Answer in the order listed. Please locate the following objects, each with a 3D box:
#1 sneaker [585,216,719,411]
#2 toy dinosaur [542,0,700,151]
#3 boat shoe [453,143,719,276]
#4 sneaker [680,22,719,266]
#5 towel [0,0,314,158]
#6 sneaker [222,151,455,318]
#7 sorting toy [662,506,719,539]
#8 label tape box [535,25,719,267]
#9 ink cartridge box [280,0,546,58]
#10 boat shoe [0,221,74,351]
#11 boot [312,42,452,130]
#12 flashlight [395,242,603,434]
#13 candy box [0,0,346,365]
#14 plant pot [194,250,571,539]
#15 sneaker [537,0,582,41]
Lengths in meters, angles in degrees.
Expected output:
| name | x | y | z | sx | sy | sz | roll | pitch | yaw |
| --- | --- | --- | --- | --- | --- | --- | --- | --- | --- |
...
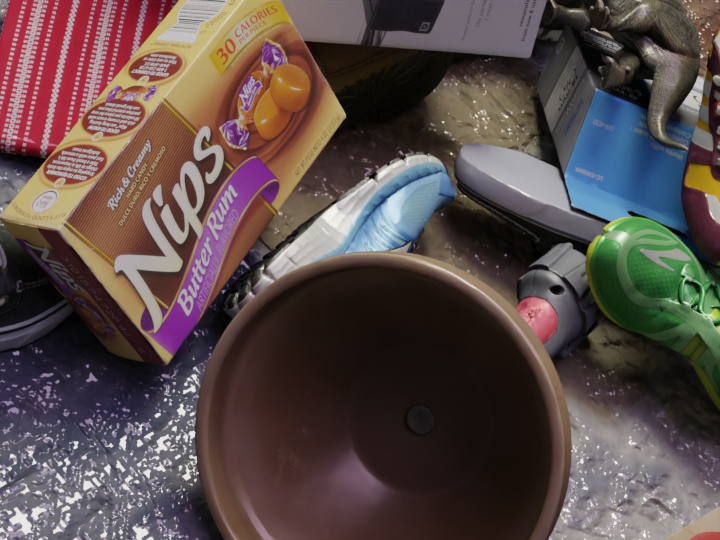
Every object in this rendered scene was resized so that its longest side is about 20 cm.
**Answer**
| name | x | y | z | sx | sy | sz | roll | pitch | yaw |
| --- | --- | --- | --- | --- | --- | --- | --- | --- | --- |
| sneaker | 0.229 | 0.034 | 1.011 | 0.200 | 0.084 | 0.074 | 40 | 75 | -16 |
| toy dinosaur | 0.190 | -0.167 | 1.070 | 0.102 | 0.077 | 0.200 | -7 | 46 | -31 |
| boat shoe | 0.148 | -0.022 | 1.072 | 0.200 | 0.057 | 0.069 | 24 | 26 | -7 |
| sneaker | 0.247 | -0.101 | 1.024 | 0.075 | 0.090 | 0.201 | 2 | 62 | 17 |
| towel | -0.131 | -0.122 | 1.006 | 0.199 | 0.023 | 0.145 | 8 | 59 | -5 |
| sneaker | 0.000 | 0.000 | 0.986 | 0.090 | 0.078 | 0.200 | 52 | 49 | -5 |
| sorting toy | 0.259 | 0.221 | 0.913 | 0.198 | 0.070 | 0.200 | -20 | 63 | -37 |
| label tape box | 0.210 | -0.090 | 1.117 | 0.144 | 0.063 | 0.200 | 21 | 27 | -13 |
| ink cartridge box | 0.008 | -0.211 | 1.035 | 0.199 | 0.084 | 0.145 | 2 | 33 | -20 |
| boat shoe | -0.219 | 0.005 | 0.853 | 0.200 | 0.071 | 0.072 | -23 | 65 | -40 |
| boot | -0.053 | -0.189 | 1.111 | 0.175 | 0.066 | 0.200 | -21 | 63 | -39 |
| flashlight | 0.084 | 0.046 | 0.978 | 0.068 | 0.068 | 0.200 | 40 | 47 | 13 |
| candy box | -0.100 | -0.061 | 0.897 | 0.056 | 0.117 | 0.200 | 10 | 55 | 39 |
| plant pot | 0.019 | 0.087 | 0.849 | 0.201 | 0.201 | 0.093 | 41 | 16 | 11 |
| sneaker | 0.115 | -0.212 | 1.182 | 0.200 | 0.090 | 0.067 | -10 | 76 | -39 |
